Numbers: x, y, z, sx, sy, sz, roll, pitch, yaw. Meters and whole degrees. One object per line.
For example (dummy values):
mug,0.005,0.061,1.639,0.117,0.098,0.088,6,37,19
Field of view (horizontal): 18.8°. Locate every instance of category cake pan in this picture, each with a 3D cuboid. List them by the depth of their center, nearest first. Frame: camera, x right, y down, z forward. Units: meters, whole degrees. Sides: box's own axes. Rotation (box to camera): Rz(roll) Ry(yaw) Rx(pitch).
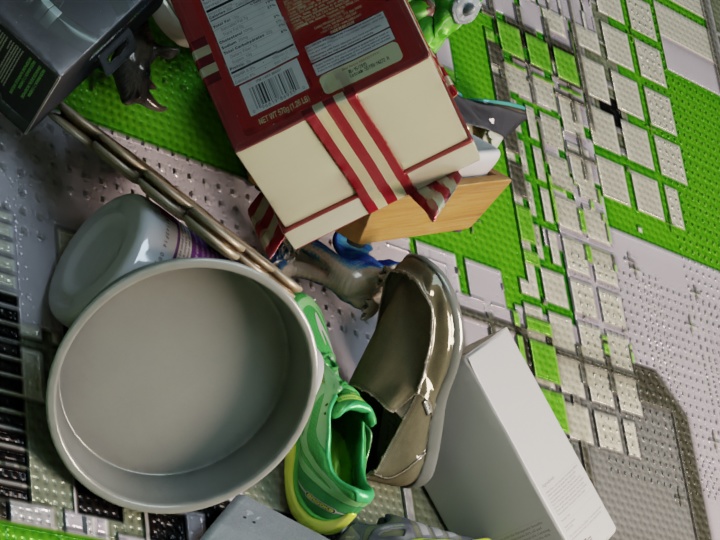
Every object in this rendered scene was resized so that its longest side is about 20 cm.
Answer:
cake pan,-0.129,0.077,1.548,0.200,0.200,0.037,37,7,-30

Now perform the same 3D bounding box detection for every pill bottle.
pill bottle,-0.124,0.040,1.620,0.200,0.111,0.112,37,43,-30

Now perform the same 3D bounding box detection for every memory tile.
memory tile,-0.138,-0.051,1.622,0.200,0.017,0.153,38,0,28

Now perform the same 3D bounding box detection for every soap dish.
soap dish,0.010,-0.087,1.843,0.157,0.082,0.199,30,22,31

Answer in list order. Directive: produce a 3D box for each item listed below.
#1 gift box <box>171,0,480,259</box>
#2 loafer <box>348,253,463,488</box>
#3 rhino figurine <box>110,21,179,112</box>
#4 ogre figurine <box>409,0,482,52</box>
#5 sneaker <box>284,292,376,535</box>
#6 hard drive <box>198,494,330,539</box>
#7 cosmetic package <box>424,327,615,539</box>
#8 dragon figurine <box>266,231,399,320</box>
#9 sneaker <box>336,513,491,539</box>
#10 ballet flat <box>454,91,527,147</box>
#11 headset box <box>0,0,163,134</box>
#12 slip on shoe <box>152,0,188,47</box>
gift box,-0.026,-0.126,1.622,0.187,0.184,0.201,57,13,-63
loafer,0.032,0.087,1.760,0.069,0.075,0.201,-9,110,-40
rhino figurine,-0.210,-0.209,1.718,0.200,0.060,0.088,55,40,-14
ogre figurine,0.066,-0.273,2.047,0.098,0.120,0.200,47,38,-20
sneaker,-0.025,0.107,1.725,0.074,0.083,0.201,10,60,-47
hard drive,-0.076,0.254,1.554,0.139,0.033,0.200,26,36,12
cosmetic package,0.116,0.165,1.843,0.085,0.107,0.201,-30,93,-54
dragon figurine,0.000,0.000,1.824,0.099,0.059,0.199,34,17,31
sneaker,0.051,0.229,1.748,0.081,0.074,0.200,34,5,28
ballet flat,0.089,-0.138,2.045,0.200,0.073,0.074,11,60,-55
headset box,-0.243,-0.225,1.585,0.200,0.093,0.174,41,55,-3
slip on shoe,-0.118,-0.222,1.793,0.076,0.060,0.200,62,19,15
